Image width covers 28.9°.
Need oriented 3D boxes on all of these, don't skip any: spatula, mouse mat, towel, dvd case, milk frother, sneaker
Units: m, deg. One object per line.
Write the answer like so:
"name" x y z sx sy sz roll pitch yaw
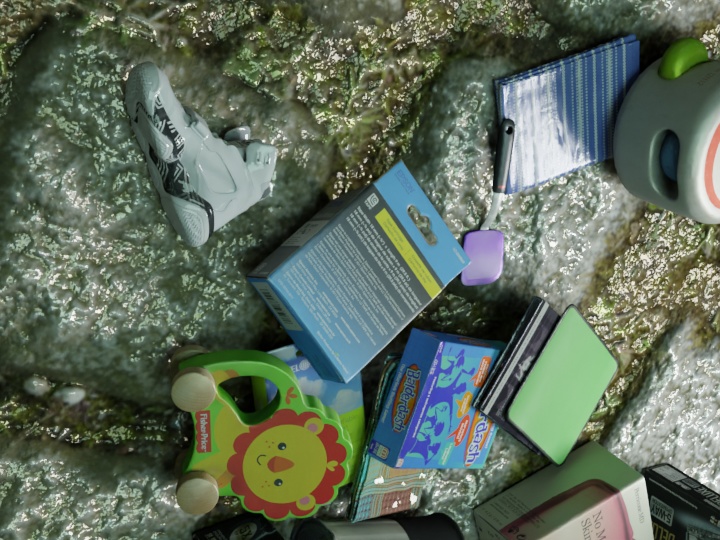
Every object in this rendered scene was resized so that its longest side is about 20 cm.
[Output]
"spatula" 0.153 -0.077 1.595 0.056 0.021 0.201 -3 118 -25
"mouse mat" 0.252 0.145 1.722 0.162 0.008 0.200 -58 144 -9
"towel" 0.052 0.190 1.621 0.146 0.022 0.202 0 107 -53
"dvd case" 0.215 0.131 1.688 0.149 0.016 0.200 -59 144 -6
"milk frother" 0.033 0.391 1.617 0.187 0.200 0.182 4 113 -32
"sneaker" -0.153 -0.129 1.365 0.114 0.075 0.201 -29 127 -19
"towel" 0.243 -0.182 1.617 0.199 0.024 0.146 -21 122 -21

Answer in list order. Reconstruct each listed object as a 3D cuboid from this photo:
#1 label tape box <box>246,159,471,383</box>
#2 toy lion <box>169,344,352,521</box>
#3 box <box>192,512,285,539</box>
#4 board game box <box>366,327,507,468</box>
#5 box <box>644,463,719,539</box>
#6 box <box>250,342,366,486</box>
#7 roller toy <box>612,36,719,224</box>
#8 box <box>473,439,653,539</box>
"label tape box" 0.000 0.000 1.487 0.200 0.063 0.145 -42 108 -21
"toy lion" -0.104 0.176 1.485 0.190 0.069 0.202 -3 115 -8
"box" -0.100 0.389 1.533 0.086 0.200 0.165 -16 117 -24
"board game box" 0.102 0.151 1.609 0.199 0.045 0.153 10 101 -55
"box" 0.454 0.372 1.864 0.049 0.200 0.159 -8 115 -35
"box" -0.056 0.155 1.556 0.121 0.048 0.201 -18 118 -25
"roller toy" 0.401 -0.152 1.634 0.200 0.139 0.183 30 88 -46
"box" 0.262 0.332 1.785 0.199 0.109 0.129 -26 121 -19
